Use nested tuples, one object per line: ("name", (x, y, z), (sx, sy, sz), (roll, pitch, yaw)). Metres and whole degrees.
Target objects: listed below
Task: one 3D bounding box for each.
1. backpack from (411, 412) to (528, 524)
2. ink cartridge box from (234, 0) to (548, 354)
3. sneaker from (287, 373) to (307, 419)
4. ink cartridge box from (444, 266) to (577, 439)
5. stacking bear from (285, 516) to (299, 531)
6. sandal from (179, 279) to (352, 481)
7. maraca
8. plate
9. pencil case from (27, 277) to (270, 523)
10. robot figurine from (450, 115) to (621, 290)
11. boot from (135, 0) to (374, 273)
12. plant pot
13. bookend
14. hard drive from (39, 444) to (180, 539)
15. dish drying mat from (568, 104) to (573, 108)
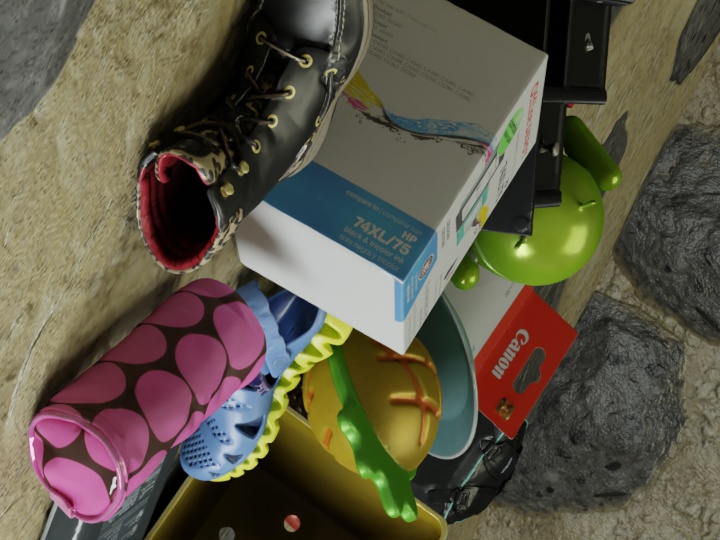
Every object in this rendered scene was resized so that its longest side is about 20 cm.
("backpack", (0.119, 0.219, 2.430), (0.177, 0.153, 0.200), (-59, 158, 1))
("ink cartridge box", (0.020, -0.078, 1.399), (0.201, 0.145, 0.147), (-57, 167, -18))
("sneaker", (-0.032, 0.105, 1.677), (0.067, 0.090, 0.201), (-32, 124, -4))
("ink cartridge box", (0.122, 0.040, 1.954), (0.163, 0.200, 0.057), (-53, -176, -35))
("stacking bear", (-0.004, 0.152, 1.902), (0.121, 0.113, 0.201), (-43, -161, 52))
("sandal", (-0.089, 0.076, 1.507), (0.087, 0.080, 0.201), (15, 116, -39))
("maraca", (0.010, 0.109, 1.534), (0.106, 0.137, 0.201), (-29, -150, 15))
("plate", (0.058, 0.073, 1.791), (0.025, 0.201, 0.201), (-18, 146, -25))
("pencil case", (-0.137, 0.087, 1.282), (0.094, 0.091, 0.200), (-53, 172, 36))
("robot figurine", (0.141, -0.049, 1.699), (0.175, 0.116, 0.200), (-32, -168, -5))
("boot", (-0.066, -0.100, 1.192), (0.151, 0.073, 0.201), (-50, 168, -42))
("plant pot", (-0.072, 0.241, 1.647), (0.201, 0.199, 0.176), (-55, -179, -12))
("bookend", (0.140, -0.136, 1.583), (0.198, 0.091, 0.202), (-6, 102, -62))
("hard drive", (-0.190, 0.192, 1.408), (0.139, 0.033, 0.201), (-36, 151, -63))
("dish drying mat", (0.174, -0.232, 1.805), (0.200, 0.018, 0.077), (61, 30, -59))
